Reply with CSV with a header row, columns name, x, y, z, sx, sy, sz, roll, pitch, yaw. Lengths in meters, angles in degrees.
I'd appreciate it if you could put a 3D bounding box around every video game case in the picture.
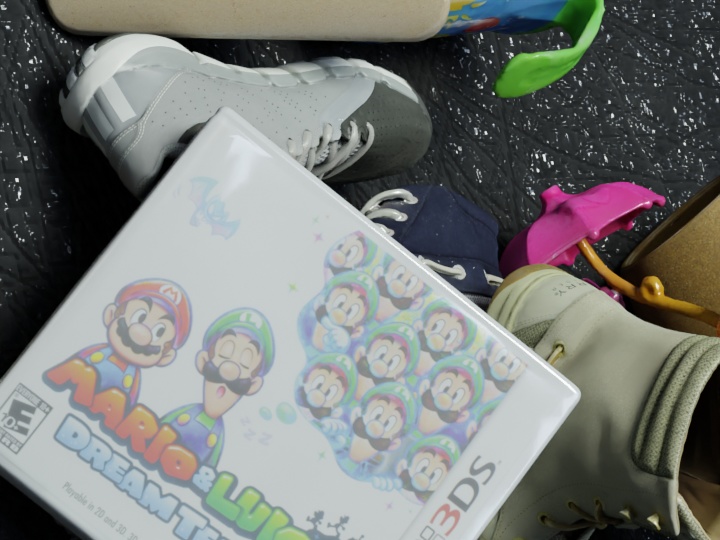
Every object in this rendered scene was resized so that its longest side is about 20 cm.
name,x,y,z,sx,sy,sz,roll,pitch,yaw
video game case,-0.036,0.061,1.236,0.200,0.024,0.182,38,76,-3

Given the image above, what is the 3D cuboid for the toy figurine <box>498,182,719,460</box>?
name,x,y,z,sx,sy,sz,roll,pitch,yaw
toy figurine,0.148,0.040,1.463,0.150,0.184,0.200,-18,129,-41

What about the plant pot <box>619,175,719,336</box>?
name,x,y,z,sx,sy,sz,roll,pitch,yaw
plant pot,0.237,0.044,1.557,0.200,0.186,0.186,50,44,-2

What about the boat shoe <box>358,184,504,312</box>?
name,x,y,z,sx,sy,sz,roll,pitch,yaw
boat shoe,0.000,0.000,1.392,0.200,0.075,0.093,20,55,-50

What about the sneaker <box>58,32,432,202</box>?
name,x,y,z,sx,sy,sz,roll,pitch,yaw
sneaker,-0.035,-0.040,1.333,0.200,0.075,0.116,4,40,-36

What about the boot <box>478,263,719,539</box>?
name,x,y,z,sx,sy,sz,roll,pitch,yaw
boot,0.111,0.111,1.355,0.072,0.155,0.201,1,103,-39

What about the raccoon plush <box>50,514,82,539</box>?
name,x,y,z,sx,sy,sz,roll,pitch,yaw
raccoon plush,-0.033,0.090,1.305,0.200,0.097,0.134,40,42,-29

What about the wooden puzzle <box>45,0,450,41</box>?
name,x,y,z,sx,sy,sz,roll,pitch,yaw
wooden puzzle,-0.046,-0.197,1.369,0.046,0.185,0.201,80,12,-69

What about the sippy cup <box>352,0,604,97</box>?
name,x,y,z,sx,sy,sz,roll,pitch,yaw
sippy cup,0.034,-0.171,1.451,0.130,0.178,0.140,-20,122,-37
